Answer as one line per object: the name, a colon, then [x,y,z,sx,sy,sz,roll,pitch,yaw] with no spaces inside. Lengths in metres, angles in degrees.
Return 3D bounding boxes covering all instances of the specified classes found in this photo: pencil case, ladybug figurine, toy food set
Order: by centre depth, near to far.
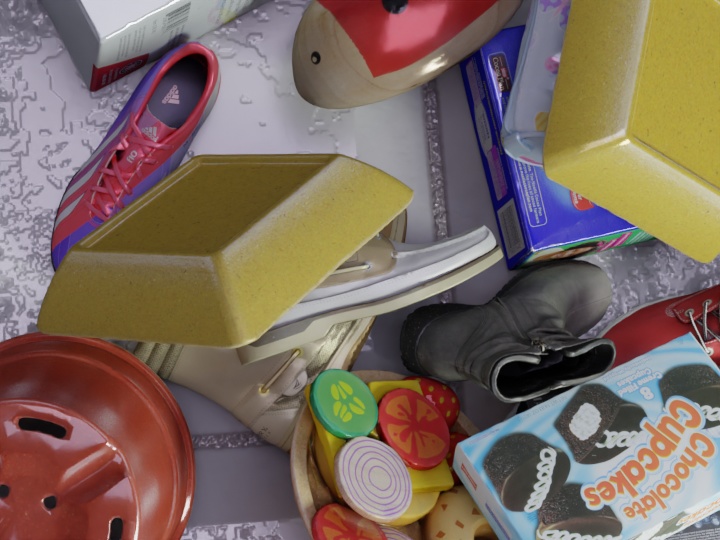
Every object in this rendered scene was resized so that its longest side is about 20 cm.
toy food set: [0.036,0.155,1.249,0.196,0.049,0.202,1,60,-39]
pencil case: [0.153,-0.173,1.301,0.090,0.083,0.202,16,77,-36]
ladybug figurine: [0.033,-0.195,1.334,0.199,0.136,0.072,-33,126,-10]

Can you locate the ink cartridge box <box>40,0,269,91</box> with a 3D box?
ink cartridge box: [-0.137,-0.249,1.306,0.199,0.145,0.146,-29,87,-14]

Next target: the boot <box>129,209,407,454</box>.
boot: [-0.065,0.013,1.318,0.154,0.073,0.202,27,81,-4]

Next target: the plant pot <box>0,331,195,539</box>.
plant pot: [-0.210,0.148,1.184,0.198,0.195,0.203,0,92,-3]

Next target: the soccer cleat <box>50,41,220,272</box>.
soccer cleat: [-0.163,-0.079,1.311,0.068,0.073,0.201,31,77,-4]

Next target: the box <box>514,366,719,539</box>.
box: [0.224,0.151,1.282,0.198,0.049,0.162,-7,54,-14]

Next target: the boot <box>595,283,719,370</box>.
boot: [0.266,0.033,1.329,0.198,0.144,0.073,-20,79,-17]

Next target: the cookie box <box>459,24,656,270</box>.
cookie box: [0.193,-0.107,1.380,0.198,0.075,0.173,-12,82,-11]

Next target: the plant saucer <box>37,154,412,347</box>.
plant saucer: [-0.097,-0.025,1.215,0.200,0.198,0.049,-42,123,-41]

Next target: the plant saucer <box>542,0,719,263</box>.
plant saucer: [0.223,-0.130,1.275,0.199,0.048,0.202,24,72,-40]

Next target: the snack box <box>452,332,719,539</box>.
snack box: [0.176,0.131,1.236,0.198,0.037,0.117,-23,60,-21]

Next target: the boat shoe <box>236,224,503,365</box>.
boat shoe: [0.000,0.000,1.254,0.198,0.075,0.069,-20,89,-9]

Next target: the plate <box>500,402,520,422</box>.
plate: [0.150,0.206,1.346,0.200,0.032,0.200,44,77,-2]

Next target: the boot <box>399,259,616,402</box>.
boot: [0.137,0.051,1.294,0.199,0.130,0.069,-17,111,-35]
